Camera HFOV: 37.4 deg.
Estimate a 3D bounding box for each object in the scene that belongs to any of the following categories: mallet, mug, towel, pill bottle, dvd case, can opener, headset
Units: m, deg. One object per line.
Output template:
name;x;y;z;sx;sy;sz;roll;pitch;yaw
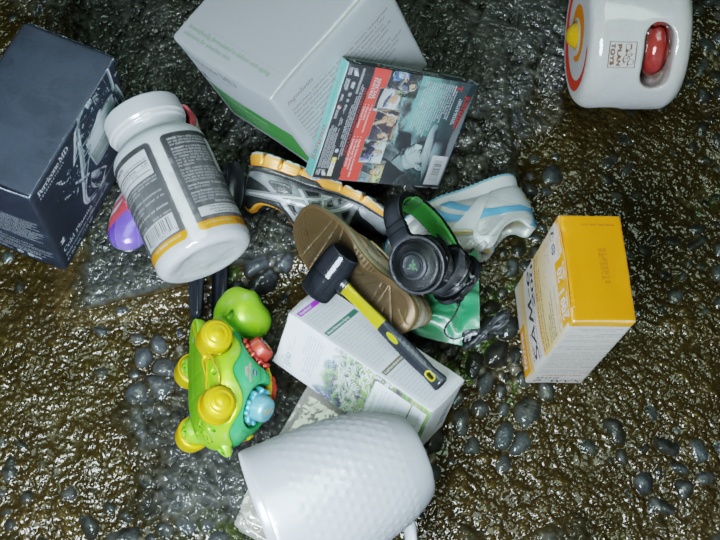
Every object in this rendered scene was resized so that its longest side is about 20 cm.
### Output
mallet;0.012;0.062;1.174;0.066;0.041;0.200;-44;75;20
mug;-0.011;0.248;1.104;0.174;0.148;0.201;-20;100;-13
towel;-0.042;0.230;1.195;0.132;0.035;0.201;28;67;8
pill bottle;-0.214;-0.097;1.221;0.116;0.116;0.201;-22;75;-12
dvd case;0.039;-0.172;1.275;0.199;0.147;0.022;1;29;-36
can opener;-0.182;-0.035;1.290;0.063;0.079;0.201;10;75;-7
headset;0.096;-0.007;1.181;0.094;0.123;0.201;-34;60;26

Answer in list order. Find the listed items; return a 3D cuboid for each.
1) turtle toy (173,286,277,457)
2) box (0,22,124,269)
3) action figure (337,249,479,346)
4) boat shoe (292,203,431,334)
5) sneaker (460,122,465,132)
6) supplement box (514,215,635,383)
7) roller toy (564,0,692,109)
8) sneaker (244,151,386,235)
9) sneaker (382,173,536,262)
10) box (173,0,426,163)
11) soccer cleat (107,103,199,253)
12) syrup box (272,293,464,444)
turtle toy;-0.146;0.111;1.195;0.100;0.146;0.201;6;64;-22
box;-0.372;-0.141;1.253;0.123;0.197;0.201;21;68;7
action figure;0.042;0.036;1.272;0.199;0.055;0.119;0;68;5
boat shoe;0.000;0.000;1.236;0.200;0.064;0.071;46;112;21
sneaker;0.047;-0.229;1.386;0.200;0.066;0.078;42;82;15
supplement box;0.236;0.037;1.199;0.073;0.200;0.127;0;65;-6
roller toy;0.332;-0.300;1.357;0.139;0.200;0.184;0;72;-1
sneaker;-0.052;-0.080;1.315;0.199;0.078;0.078;21;92;4
sneaker;0.120;-0.047;1.300;0.199;0.077;0.081;-24;70;-11
box;-0.070;-0.267;1.289;0.199;0.171;0.200;36;81;34
soccer cleat;-0.258;-0.116;1.313;0.068;0.073;0.201;23;67;6
syrup box;0.006;0.112;1.201;0.199;0.079;0.081;34;38;17
